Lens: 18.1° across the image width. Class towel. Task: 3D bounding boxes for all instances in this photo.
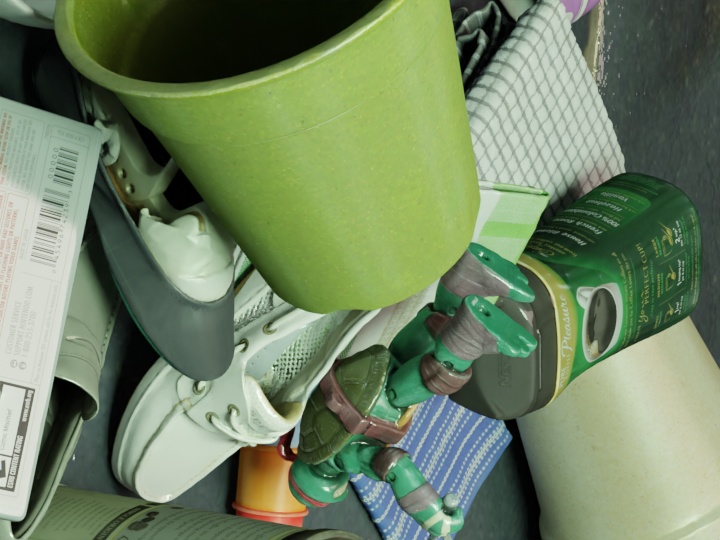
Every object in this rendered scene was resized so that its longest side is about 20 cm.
[{"bbox_3d":[0.095,-0.065,1.530,0.166,0.085,0.200,-59,139,-29],"label":"towel"},{"bbox_3d":[0.000,0.000,1.302,0.199,0.031,0.150,5,126,-36],"label":"towel"},{"bbox_3d":[0.039,0.103,1.518,0.145,0.024,0.200,-59,138,-32],"label":"towel"}]

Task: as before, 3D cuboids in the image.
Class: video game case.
[{"bbox_3d":[-0.222,0.005,1.074,0.181,0.022,0.201,16,80,-35],"label":"video game case"}]

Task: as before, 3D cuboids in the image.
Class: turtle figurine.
[{"bbox_3d":[0.020,0.084,1.268,0.100,0.200,0.150,22,30,-29],"label":"turtle figurine"}]

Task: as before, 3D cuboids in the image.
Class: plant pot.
[{"bbox_3d":[-0.021,-0.085,1.112,0.201,0.199,0.190,-59,141,-33],"label":"plant pot"},{"bbox_3d":[0.189,0.107,1.616,0.200,0.200,0.184,-45,118,-43],"label":"plant pot"}]

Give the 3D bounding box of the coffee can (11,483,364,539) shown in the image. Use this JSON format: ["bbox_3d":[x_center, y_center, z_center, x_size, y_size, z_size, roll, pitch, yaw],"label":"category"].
[{"bbox_3d":[-0.100,0.193,1.169,0.146,0.199,0.147,-12,104,-54],"label":"coffee can"}]

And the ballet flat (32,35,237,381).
[{"bbox_3d":[-0.108,-0.039,1.182,0.073,0.073,0.201,-27,91,-51],"label":"ballet flat"}]

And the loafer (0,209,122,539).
[{"bbox_3d":[-0.161,0.057,1.177,0.070,0.069,0.201,45,57,-45],"label":"loafer"}]

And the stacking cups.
[{"bbox_3d":[-0.053,0.084,1.359,0.060,0.060,0.201,5,93,-56],"label":"stacking cups"}]

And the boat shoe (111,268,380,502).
[{"bbox_3d":[-0.062,0.063,1.243,0.071,0.069,0.200,22,115,-45],"label":"boat shoe"}]

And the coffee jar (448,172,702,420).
[{"bbox_3d":[0.133,0.016,1.454,0.200,0.085,0.105,-27,125,-41],"label":"coffee jar"}]

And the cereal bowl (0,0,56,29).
[{"bbox_3d":[-0.168,-0.221,1.121,0.200,0.083,0.202,-10,102,-55],"label":"cereal bowl"}]

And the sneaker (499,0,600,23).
[{"bbox_3d":[0.127,-0.259,1.561,0.114,0.072,0.201,-41,127,-42],"label":"sneaker"}]
